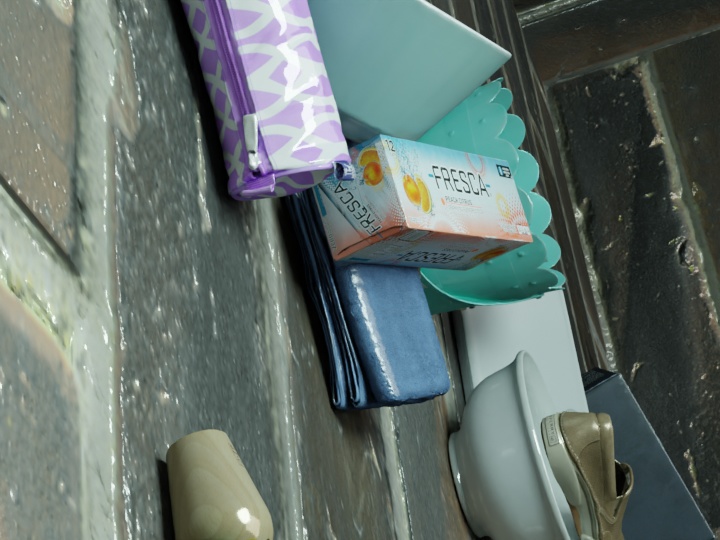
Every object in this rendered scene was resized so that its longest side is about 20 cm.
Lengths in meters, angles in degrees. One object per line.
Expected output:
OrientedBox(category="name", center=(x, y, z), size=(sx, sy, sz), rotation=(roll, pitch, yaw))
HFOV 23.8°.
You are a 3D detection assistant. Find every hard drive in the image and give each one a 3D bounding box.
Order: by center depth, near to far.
OrientedBox(category="hard drive", center=(0.159, 0.076, 1.738), size=(0.027, 0.130, 0.202), rotation=(122, -29, -43))

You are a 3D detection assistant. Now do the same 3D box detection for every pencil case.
OrientedBox(category="pencil case", center=(-0.069, -0.138, 1.041), size=(0.085, 0.083, 0.202), rotation=(-10, 82, -55))

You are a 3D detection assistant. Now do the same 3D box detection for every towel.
OrientedBox(category="towel", center=(0.000, 0.000, 1.195), size=(0.111, 0.048, 0.202), rotation=(2, 68, -59))

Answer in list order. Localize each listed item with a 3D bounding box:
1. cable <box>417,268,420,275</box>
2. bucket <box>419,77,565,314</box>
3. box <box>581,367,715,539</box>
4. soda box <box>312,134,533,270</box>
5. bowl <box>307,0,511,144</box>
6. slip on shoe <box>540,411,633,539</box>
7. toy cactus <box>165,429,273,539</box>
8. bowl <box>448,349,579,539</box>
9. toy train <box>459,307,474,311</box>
OrientedBox(category="cable", center=(0.003, -0.002, 1.328), size=(0.200, 0.050, 0.098), rotation=(-52, 132, -62))
OrientedBox(category="bucket", center=(0.098, -0.061, 1.579), size=(0.207, 0.133, 0.210), rotation=(-18, 90, -79))
OrientedBox(category="box", center=(0.265, 0.220, 1.832), size=(0.201, 0.123, 0.197), rotation=(59, 2, 1))
OrientedBox(category="soda box", center=(0.045, -0.044, 1.188), size=(0.199, 0.063, 0.069), rotation=(5, 65, -60))
OrientedBox(category="bowl", center=(-0.007, -0.154, 1.163), size=(0.199, 0.106, 0.201), rotation=(29, 8, -5))
OrientedBox(category="slip on shoe", center=(0.213, 0.194, 1.501), size=(0.076, 0.060, 0.201), rotation=(-93, 162, -51))
OrientedBox(category="toy cactus", center=(-0.044, 0.145, 0.758), size=(0.200, 0.102, 0.166), rotation=(35, 29, -59))
OrientedBox(category="bowl", center=(0.135, 0.180, 1.527), size=(0.201, 0.089, 0.203), rotation=(-17, 90, -78))
OrientedBox(category="toy train", center=(0.087, -0.040, 1.721), size=(0.034, 0.045, 0.201), rotation=(72, 6, -49))
